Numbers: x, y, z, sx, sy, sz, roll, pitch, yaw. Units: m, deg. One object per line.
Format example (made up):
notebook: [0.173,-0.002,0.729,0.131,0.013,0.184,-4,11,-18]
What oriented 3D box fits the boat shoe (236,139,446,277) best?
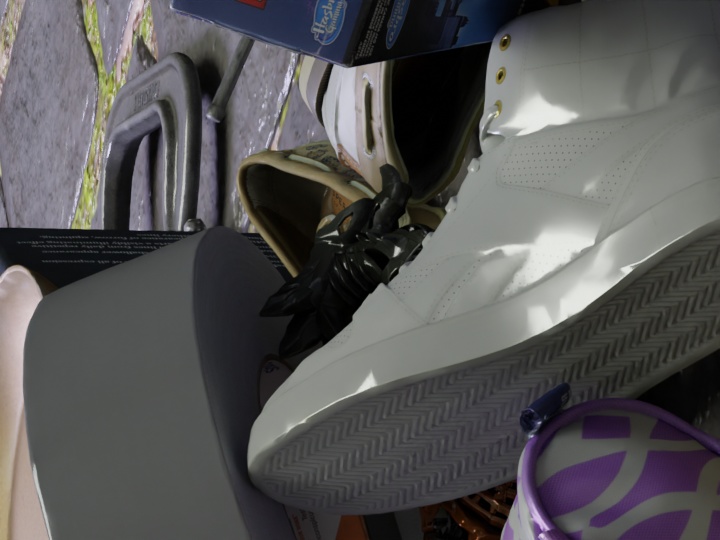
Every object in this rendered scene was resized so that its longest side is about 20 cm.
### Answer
boat shoe: [0.000,0.000,1.128,0.200,0.062,0.074,-129,45,-67]

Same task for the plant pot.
plant pot: [-0.121,0.099,1.077,0.200,0.027,0.201,-178,90,-71]

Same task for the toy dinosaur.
toy dinosaur: [0.055,0.020,0.964,0.200,0.102,0.136,-56,32,-10]

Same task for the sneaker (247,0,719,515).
sneaker: [0.046,-0.009,0.894,0.200,0.074,0.116,-29,49,25]

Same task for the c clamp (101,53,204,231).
c clamp: [-0.111,-0.025,1.513,0.200,0.027,0.172,179,92,-72]

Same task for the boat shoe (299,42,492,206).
boat shoe: [0.037,-0.111,1.036,0.068,0.075,0.200,59,146,36]

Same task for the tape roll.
tape roll: [-0.042,0.089,0.991,0.200,0.066,0.201,-21,-90,-78]

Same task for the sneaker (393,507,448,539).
sneaker: [-0.040,0.153,1.111,0.200,0.074,0.087,-44,44,10]

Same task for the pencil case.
pencil case: [0.064,0.131,0.891,0.085,0.084,0.200,-43,-24,-44]

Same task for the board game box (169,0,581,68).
board game box: [0.034,-0.149,0.895,0.201,0.062,0.200,-71,-18,1]

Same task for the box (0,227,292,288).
box: [-0.076,0.058,1.228,0.200,0.148,0.107,-138,51,-67]

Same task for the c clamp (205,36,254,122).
c clamp: [-0.085,-0.185,1.254,0.027,0.200,0.171,13,72,47]
